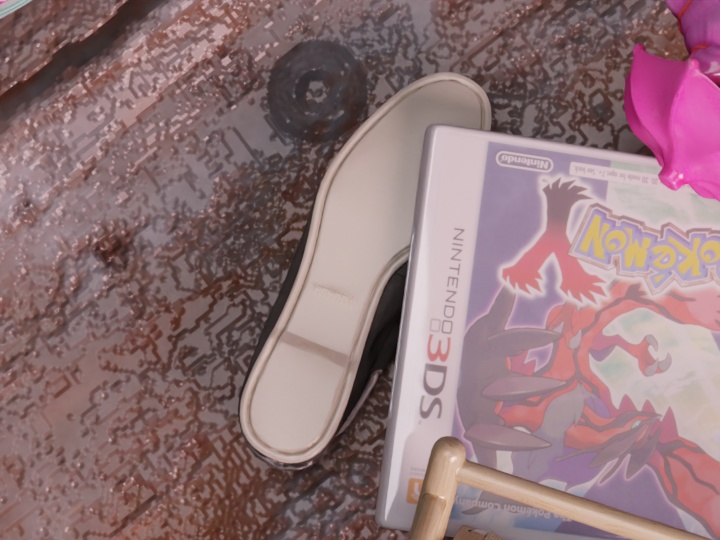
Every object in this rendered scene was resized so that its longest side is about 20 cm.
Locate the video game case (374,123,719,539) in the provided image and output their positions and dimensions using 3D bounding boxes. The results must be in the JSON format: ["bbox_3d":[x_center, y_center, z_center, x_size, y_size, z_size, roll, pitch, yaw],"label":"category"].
[{"bbox_3d":[0.115,0.038,0.931,0.198,0.023,0.184,8,86,-7],"label":"video game case"}]

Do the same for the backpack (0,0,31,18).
[{"bbox_3d":[-0.207,-0.207,0.947,0.175,0.153,0.201,-27,73,6],"label":"backpack"}]

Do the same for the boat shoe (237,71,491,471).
[{"bbox_3d":[0.000,0.000,0.961,0.066,0.057,0.201,27,83,5],"label":"boat shoe"}]

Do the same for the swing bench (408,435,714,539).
[{"bbox_3d":[0.095,0.205,0.874,0.197,0.201,0.130,18,46,7],"label":"swing bench"}]

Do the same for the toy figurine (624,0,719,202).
[{"bbox_3d":[0.203,-0.104,0.897,0.182,0.150,0.202,-12,60,4],"label":"toy figurine"}]
